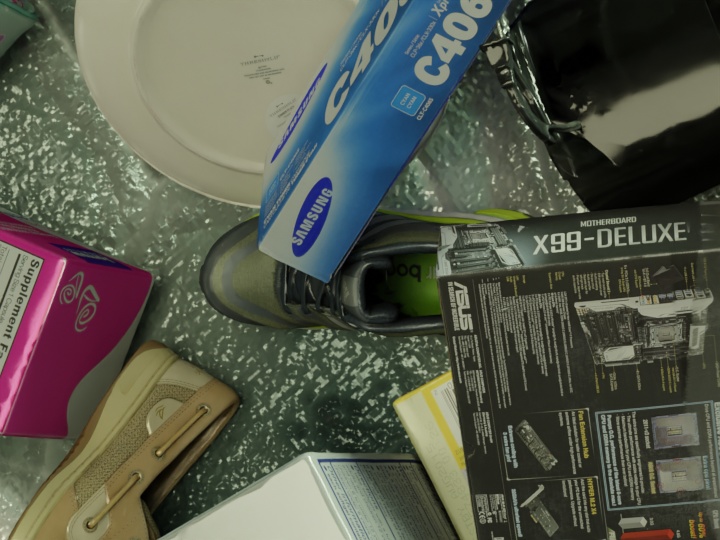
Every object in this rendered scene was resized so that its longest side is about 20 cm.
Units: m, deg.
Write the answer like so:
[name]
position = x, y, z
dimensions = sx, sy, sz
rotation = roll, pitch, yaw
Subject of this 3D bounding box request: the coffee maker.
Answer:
[coffee maker]
position = 0.186, -0.106, 1.307
dimensions = 0.200, 0.192, 0.135
rotation = -25, 93, 17

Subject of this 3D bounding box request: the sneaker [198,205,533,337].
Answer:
[sneaker]
position = 0.000, 0.000, 1.409
dimensions = 0.200, 0.081, 0.074
rotation = -3, 96, 28

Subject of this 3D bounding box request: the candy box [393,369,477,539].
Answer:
[candy box]
position = 0.124, 0.065, 1.405
dimensions = 0.200, 0.026, 0.102
rotation = -30, 81, 15

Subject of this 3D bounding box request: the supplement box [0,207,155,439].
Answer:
[supplement box]
position = -0.228, 0.010, 1.475
dimensions = 0.200, 0.101, 0.104
rotation = 24, 95, 23

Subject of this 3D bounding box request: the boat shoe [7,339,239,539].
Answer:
[boat shoe]
position = -0.135, 0.132, 1.438
dimensions = 0.064, 0.071, 0.200
rotation = 29, 73, 8

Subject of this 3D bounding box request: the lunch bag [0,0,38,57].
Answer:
[lunch bag]
position = -0.272, -0.180, 1.482
dimensions = 0.077, 0.160, 0.200
rotation = -45, 69, 6

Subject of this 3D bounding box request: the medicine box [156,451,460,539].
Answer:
[medicine box]
position = 0.003, 0.191, 1.346
dimensions = 0.103, 0.200, 0.182
rotation = -30, 78, 12

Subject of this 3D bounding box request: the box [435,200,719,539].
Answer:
[box]
position = 0.127, 0.068, 1.328
dimensions = 0.157, 0.050, 0.200
rotation = -6, 119, 8

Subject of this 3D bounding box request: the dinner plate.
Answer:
[dinner plate]
position = -0.051, -0.110, 1.412
dimensions = 0.200, 0.024, 0.200
rotation = 5, 127, 6

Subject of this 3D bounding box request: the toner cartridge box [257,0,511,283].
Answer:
[toner cartridge box]
position = 0.015, -0.099, 1.338
dimensions = 0.043, 0.095, 0.200
rotation = 25, 120, -13
